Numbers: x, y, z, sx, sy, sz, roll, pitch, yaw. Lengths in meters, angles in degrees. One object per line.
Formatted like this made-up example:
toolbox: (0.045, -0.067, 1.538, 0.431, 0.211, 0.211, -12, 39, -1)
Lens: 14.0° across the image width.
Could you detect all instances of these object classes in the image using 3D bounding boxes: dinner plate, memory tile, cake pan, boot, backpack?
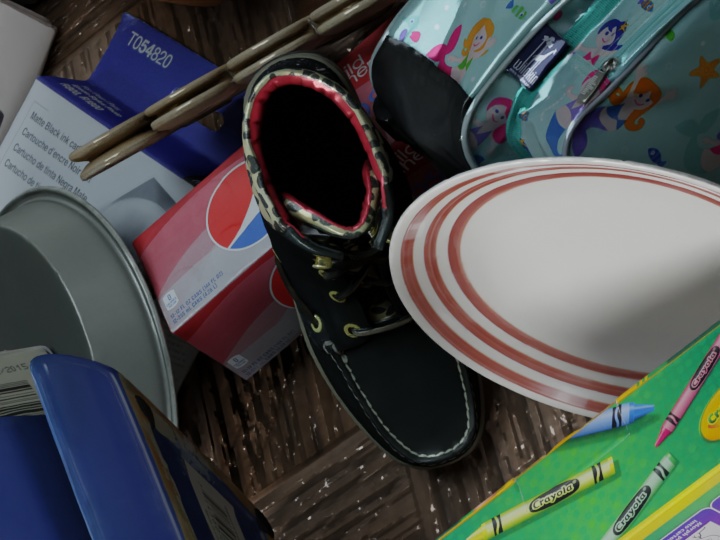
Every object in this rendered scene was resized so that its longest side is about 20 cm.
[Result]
dinner plate: (0.110, 0.006, 1.205, 0.199, 0.200, 0.024, -12, 50, 40)
memory tile: (-0.041, -0.105, 1.443, 0.199, 0.153, 0.017, -28, 93, 25)
cake pan: (-0.159, 0.059, 1.481, 0.200, 0.037, 0.202, 19, 113, 51)
boot: (-0.002, 0.000, 1.296, 0.073, 0.154, 0.205, -22, 93, 1)
backpack: (0.125, -0.100, 1.255, 0.150, 0.177, 0.200, 32, 84, 44)

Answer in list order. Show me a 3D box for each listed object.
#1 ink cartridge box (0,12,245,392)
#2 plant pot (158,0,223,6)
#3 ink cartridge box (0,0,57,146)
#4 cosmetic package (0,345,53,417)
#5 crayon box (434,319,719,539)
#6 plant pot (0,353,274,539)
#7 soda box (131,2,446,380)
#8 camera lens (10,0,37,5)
ink cartridge box: (-0.134, -0.027, 1.563, 0.199, 0.040, 0.201, 32, 94, 47)
plant pot: (-0.121, -0.224, 1.552, 0.200, 0.199, 0.141, 25, 105, 47)
ink cartridge box: (-0.275, -0.069, 1.686, 0.144, 0.084, 0.201, 11, 79, 45)
cosmetic package: (-0.187, 0.148, 1.433, 0.103, 0.087, 0.201, 50, 135, 35)
crayon box: (0.126, 0.108, 1.195, 0.200, 0.118, 0.058, -40, 48, 23)
plant pot: (-0.122, 0.168, 1.252, 0.179, 0.200, 0.201, -34, 47, 7)
soda box: (-0.012, -0.041, 1.422, 0.200, 0.063, 0.070, -41, 47, 14)
camera lens: (-0.245, -0.254, 1.662, 0.159, 0.199, 0.161, -21, 57, 36)
